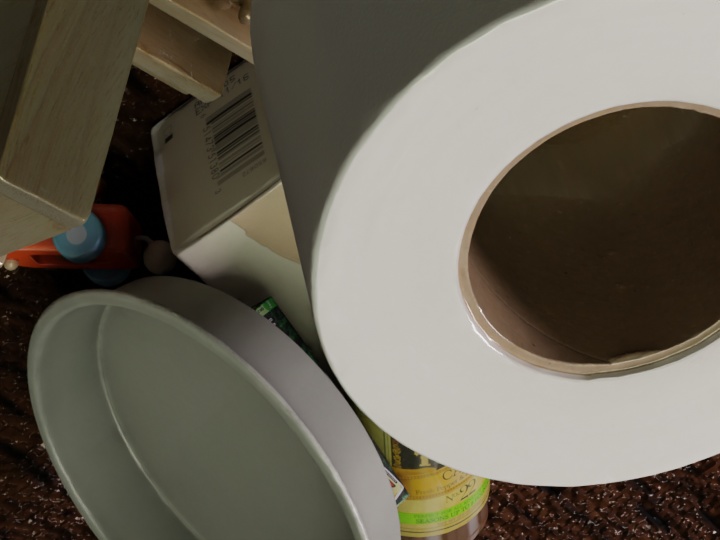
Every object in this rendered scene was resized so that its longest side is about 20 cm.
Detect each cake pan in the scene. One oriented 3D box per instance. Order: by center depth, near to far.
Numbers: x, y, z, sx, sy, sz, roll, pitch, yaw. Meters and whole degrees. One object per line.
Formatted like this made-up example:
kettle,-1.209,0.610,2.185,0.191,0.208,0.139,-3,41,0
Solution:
cake pan,-0.060,0.085,1.074,0.037,0.199,0.201,-40,142,-34

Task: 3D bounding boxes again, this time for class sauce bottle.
sauce bottle,0.022,0.035,1.061,0.064,0.065,0.201,-9,131,-5

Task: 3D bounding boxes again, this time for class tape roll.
tape roll,0.070,-0.050,0.813,0.201,0.140,0.204,-7,131,-8

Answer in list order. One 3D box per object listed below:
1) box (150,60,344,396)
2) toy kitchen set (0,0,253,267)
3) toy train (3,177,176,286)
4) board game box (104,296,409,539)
box,0.000,0.000,1.129,0.078,0.095,0.200,-34,130,16
toy kitchen set,-0.076,-0.057,0.967,0.199,0.182,0.163,28,153,-31
toy train,-0.164,-0.039,1.056,0.149,0.056,0.200,1,169,10
board game box,-0.064,0.083,1.131,0.105,0.023,0.200,52,146,-7
